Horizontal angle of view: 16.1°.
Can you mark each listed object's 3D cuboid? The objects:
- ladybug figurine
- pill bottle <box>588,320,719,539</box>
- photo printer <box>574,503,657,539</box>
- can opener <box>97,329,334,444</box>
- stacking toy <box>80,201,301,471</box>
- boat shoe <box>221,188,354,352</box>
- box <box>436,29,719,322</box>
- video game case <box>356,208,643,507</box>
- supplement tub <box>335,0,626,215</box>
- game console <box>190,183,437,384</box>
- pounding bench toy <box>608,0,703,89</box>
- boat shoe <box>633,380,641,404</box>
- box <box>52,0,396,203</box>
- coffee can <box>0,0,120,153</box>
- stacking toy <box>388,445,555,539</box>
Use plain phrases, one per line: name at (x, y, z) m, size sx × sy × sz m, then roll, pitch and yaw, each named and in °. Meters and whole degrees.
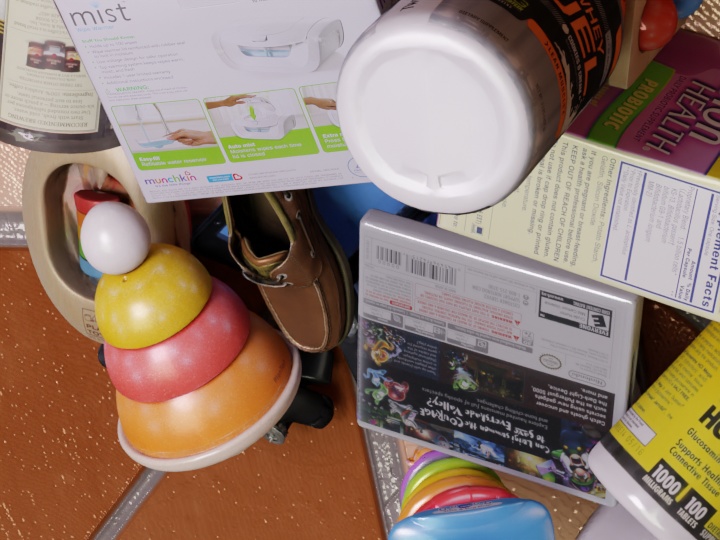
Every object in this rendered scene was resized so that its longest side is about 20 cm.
ladybug figurine at (-0.181, -0.037, 1.890) m, size 0.135 × 0.072 × 0.201 m, roll 14°, pitch 122°, yaw 20°
pill bottle at (0.252, 0.090, 1.662) m, size 0.112 × 0.112 × 0.200 m, roll 42°, pitch 94°, yaw 0°
photo printer at (0.240, 0.202, 1.741) m, size 0.199 × 0.166 × 0.070 m, roll 3°, pitch 121°, yaw 27°
can opener at (-0.108, 0.083, 1.937) m, size 0.199 × 0.079 × 0.063 m, roll 7°, pitch 159°, yaw 28°
stacking toy at (-0.140, 0.029, 1.805) m, size 0.145 × 0.146 × 0.201 m, roll -5°, pitch 128°, yaw 30°
boat shoe at (-0.060, -0.019, 1.728) m, size 0.072 × 0.068 × 0.201 m, roll 1°, pitch 124°, yaw 29°
box at (0.175, -0.076, 1.611) m, size 0.199 × 0.176 × 0.097 m, roll 20°, pitch 125°, yaw 18°
video game case at (0.091, 0.060, 1.729) m, size 0.199 × 0.023 × 0.183 m, roll 16°, pitch 130°, yaw 19°
supplement tub at (0.077, -0.125, 1.464) m, size 0.122 × 0.200 × 0.123 m, roll 12°, pitch 122°, yaw 20°
game console at (0.000, 0.000, 1.766) m, size 0.200 × 0.118 × 0.171 m, roll -43°, pitch 65°, yaw 45°
pounding bench toy at (0.138, -0.237, 1.572) m, size 0.155 × 0.124 × 0.201 m, roll 15°, pitch 123°, yaw 20°
boat shoe at (0.137, 0.059, 1.786) m, size 0.062 × 0.072 × 0.201 m, roll -21°, pitch 96°, yaw 49°
box at (-0.061, -0.140, 1.556) m, size 0.199 × 0.097 × 0.177 m, roll -5°, pitch 133°, yaw 19°
coffee can at (-0.203, -0.204, 1.761) m, size 0.146 × 0.146 × 0.201 m, roll 21°, pitch 124°, yaw 16°
stacking toy at (0.067, 0.170, 1.811) m, size 0.115 × 0.200 × 0.110 m, roll -8°, pitch 115°, yaw -4°
